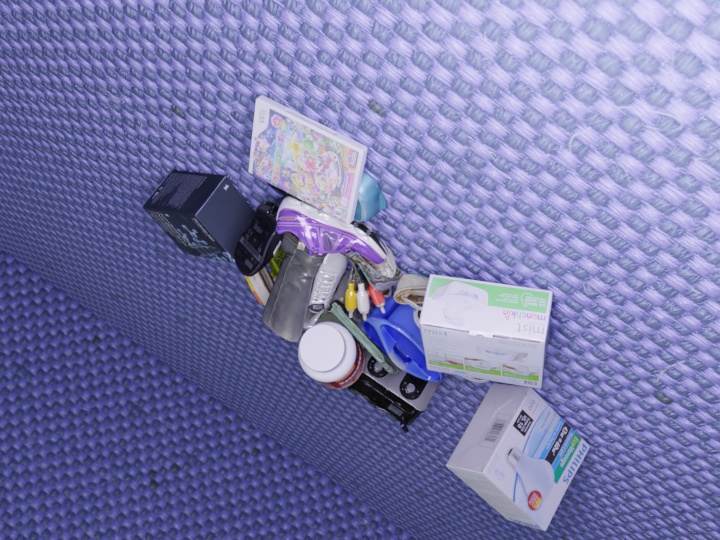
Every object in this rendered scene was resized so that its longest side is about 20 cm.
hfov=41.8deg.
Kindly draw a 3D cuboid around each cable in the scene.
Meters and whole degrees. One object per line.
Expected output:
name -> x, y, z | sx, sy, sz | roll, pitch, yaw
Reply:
cable -> 0.000, 0.000, 1.708 | 0.096, 0.051, 0.202 | -10, 125, 13

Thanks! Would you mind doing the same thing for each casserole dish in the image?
casserole dish -> -0.049, -0.142, 1.545 | 0.198, 0.039, 0.122 | 30, 157, 16

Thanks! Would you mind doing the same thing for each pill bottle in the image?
pill bottle -> -0.057, 0.161, 1.802 | 0.112, 0.114, 0.200 | 29, 174, 13

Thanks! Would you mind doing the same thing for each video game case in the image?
video game case -> -0.087, -0.173, 1.486 | 0.198, 0.018, 0.144 | 28, 133, 17

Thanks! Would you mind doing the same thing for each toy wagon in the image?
toy wagon -> -0.206, 0.020, 1.998 | 0.157, 0.039, 0.200 | 64, -179, 7

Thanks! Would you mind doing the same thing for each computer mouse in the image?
computer mouse -> -0.143, -0.063, 1.675 | 0.140, 0.202, 0.046 | 37, -158, 31

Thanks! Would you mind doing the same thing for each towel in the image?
towel -> 0.011, 0.139, 1.852 | 0.153, 0.023, 0.200 | 47, 177, 18

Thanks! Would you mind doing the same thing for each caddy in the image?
caddy -> 0.091, 0.136, 1.814 | 0.140, 0.106, 0.200 | 2, 141, 52

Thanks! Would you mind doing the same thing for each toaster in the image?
toaster -> 0.070, 0.236, 2.033 | 0.180, 0.119, 0.200 | 34, 158, 5

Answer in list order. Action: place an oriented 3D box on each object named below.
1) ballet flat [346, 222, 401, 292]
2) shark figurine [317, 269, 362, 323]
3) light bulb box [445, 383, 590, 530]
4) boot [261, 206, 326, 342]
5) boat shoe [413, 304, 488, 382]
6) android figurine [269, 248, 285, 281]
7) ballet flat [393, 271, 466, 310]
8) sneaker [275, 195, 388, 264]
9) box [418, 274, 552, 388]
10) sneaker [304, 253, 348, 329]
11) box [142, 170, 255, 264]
ballet flat -> 0.005, -0.045, 1.646 | 0.200, 0.072, 0.072 | 47, 155, -27
shark figurine -> -0.060, 0.051, 1.913 | 0.126, 0.091, 0.215 | -2, 163, 0
light bulb box -> 0.308, 0.360, 1.834 | 0.200, 0.199, 0.124 | 42, 159, -22
boot -> -0.144, 0.005, 1.764 | 0.182, 0.072, 0.202 | 45, 131, 35
boat shoe -> 0.181, 0.133, 1.724 | 0.200, 0.073, 0.068 | 51, 169, -13
android figurine -> -0.155, 0.009, 1.933 | 0.183, 0.041, 0.201 | 57, 168, 20
ballet flat -> 0.136, 0.048, 1.629 | 0.199, 0.063, 0.068 | 7, 146, 49
sneaker -> -0.048, -0.054, 1.573 | 0.198, 0.084, 0.081 | 23, -170, 3
box -> 0.203, 0.101, 1.521 | 0.197, 0.098, 0.177 | 8, 151, 14
sneaker -> -0.069, 0.023, 1.774 | 0.075, 0.081, 0.201 | 14, 133, -10
box -> -0.314, -0.109, 1.903 | 0.198, 0.108, 0.149 | 10, 147, 46
